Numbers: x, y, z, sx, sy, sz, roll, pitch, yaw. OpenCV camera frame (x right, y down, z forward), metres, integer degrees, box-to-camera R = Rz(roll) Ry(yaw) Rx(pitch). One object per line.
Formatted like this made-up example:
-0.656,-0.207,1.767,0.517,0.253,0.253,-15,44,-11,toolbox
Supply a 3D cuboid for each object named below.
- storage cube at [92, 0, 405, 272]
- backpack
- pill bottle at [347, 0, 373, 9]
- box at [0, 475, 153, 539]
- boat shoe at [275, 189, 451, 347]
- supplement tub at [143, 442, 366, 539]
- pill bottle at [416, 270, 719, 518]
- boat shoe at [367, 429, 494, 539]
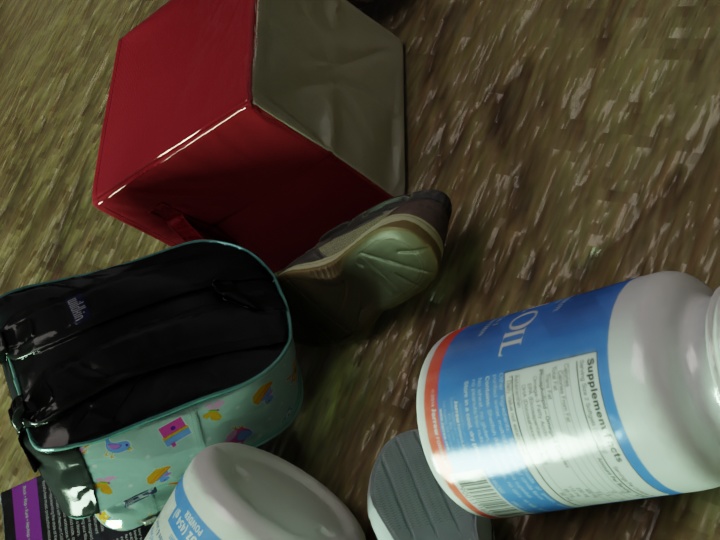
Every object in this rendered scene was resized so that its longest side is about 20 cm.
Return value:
-0.083,-0.120,0.912,0.180,0.171,0.201,-26,49,35,storage cube
-0.140,0.075,0.820,0.200,0.154,0.176,-25,44,-10,backpack
-0.051,-0.267,1.012,0.200,0.116,0.117,-24,51,39,pill bottle
-0.170,0.191,0.860,0.200,0.036,0.143,-25,45,2,box
0.000,-0.001,0.835,0.201,0.072,0.066,-31,17,50,boat shoe
-0.096,0.226,0.738,0.200,0.132,0.132,-58,38,9,supplement tub
0.136,0.064,0.597,0.200,0.112,0.113,-19,54,40,pill bottle
0.045,0.172,0.665,0.073,0.067,0.200,-7,27,0,boat shoe
